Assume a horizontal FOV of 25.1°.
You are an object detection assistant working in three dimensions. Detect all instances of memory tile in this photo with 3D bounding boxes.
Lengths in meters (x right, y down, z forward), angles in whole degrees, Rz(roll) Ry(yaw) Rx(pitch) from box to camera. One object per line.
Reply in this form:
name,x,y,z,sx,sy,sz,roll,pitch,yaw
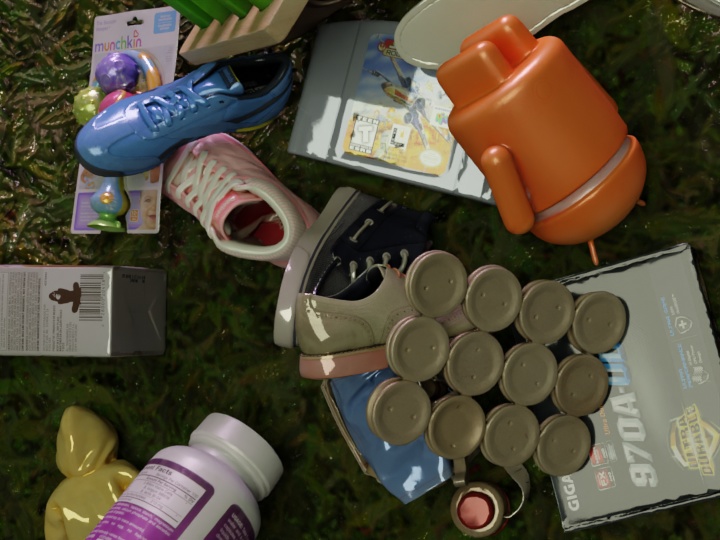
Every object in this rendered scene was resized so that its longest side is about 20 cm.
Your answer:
memory tile,0.106,0.074,1.242,0.199,0.017,0.154,14,93,-26

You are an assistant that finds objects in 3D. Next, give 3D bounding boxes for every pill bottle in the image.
pill bottle,-0.153,0.218,1.341,0.112,0.113,0.200,30,60,16

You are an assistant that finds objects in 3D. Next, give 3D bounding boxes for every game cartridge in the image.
game cartridge,0.044,-0.141,1.377,0.199,0.042,0.134,15,96,17

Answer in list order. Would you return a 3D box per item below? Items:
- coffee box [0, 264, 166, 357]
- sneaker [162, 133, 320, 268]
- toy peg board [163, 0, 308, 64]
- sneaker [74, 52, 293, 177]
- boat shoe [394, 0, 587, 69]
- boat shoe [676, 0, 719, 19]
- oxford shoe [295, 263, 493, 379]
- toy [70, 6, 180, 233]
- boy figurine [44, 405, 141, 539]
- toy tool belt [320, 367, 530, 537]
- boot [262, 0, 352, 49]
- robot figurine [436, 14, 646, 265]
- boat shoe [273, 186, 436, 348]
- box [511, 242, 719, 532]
coffee box,-0.284,0.036,1.427,0.199,0.114,0.080,0,87,18
sneaker,-0.119,-0.069,1.387,0.200,0.105,0.076,34,99,17
toy peg board,-0.088,-0.283,1.306,0.098,0.200,0.200,35,77,-23
sneaker,-0.147,-0.140,1.359,0.199,0.079,0.066,-21,73,-25
boat shoe,0.120,-0.226,1.335,0.199,0.062,0.073,-25,111,7
boat shoe,0.251,-0.269,1.290,0.200,0.068,0.075,38,96,3
oxford shoe,0.039,0.028,1.252,0.071,0.199,0.074,0,102,56
toy,-0.219,-0.134,1.426,0.115,0.047,0.201,1,86,39
boy figurine,-0.227,0.218,1.425,0.124,0.064,0.201,-26,79,13
toy tool belt,0.045,0.134,1.315,0.125,0.123,0.201,-35,78,13
boot,-0.036,-0.239,1.345,0.200,0.146,0.070,-37,103,10
robot figurine,0.147,-0.102,1.283,0.116,0.144,0.200,-37,103,15
boat shoe,0.000,0.000,1.309,0.092,0.200,0.075,13,128,11
box,0.217,0.094,1.304,0.158,0.046,0.201,-15,83,16
